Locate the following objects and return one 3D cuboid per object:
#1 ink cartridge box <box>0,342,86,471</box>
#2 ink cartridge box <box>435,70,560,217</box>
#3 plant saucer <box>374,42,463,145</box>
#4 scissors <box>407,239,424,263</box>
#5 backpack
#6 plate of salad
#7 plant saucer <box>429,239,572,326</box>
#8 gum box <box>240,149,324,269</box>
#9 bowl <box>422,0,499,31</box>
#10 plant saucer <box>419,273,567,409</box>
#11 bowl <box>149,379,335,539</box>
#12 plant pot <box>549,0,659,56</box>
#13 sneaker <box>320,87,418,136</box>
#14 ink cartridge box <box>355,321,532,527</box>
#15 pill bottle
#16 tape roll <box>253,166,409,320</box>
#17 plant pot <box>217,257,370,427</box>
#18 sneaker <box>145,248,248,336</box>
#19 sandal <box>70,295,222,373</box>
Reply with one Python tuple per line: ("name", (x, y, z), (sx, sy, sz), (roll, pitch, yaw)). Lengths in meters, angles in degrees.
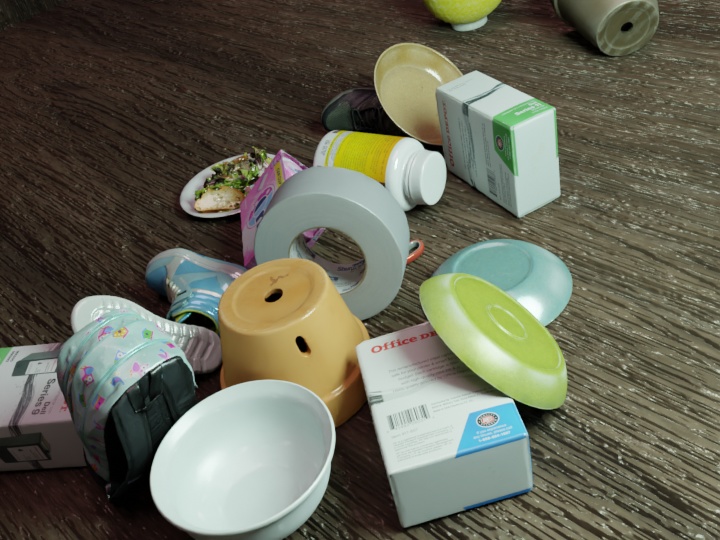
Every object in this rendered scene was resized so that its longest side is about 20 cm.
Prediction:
("ink cartridge box", (-0.404, 0.169, 1.085), (0.195, 0.085, 0.148), (-7, 37, 12))
("ink cartridge box", (0.202, -0.193, 1.280), (0.082, 0.149, 0.200), (-25, 37, -17))
("plant saucer", (0.105, -0.294, 1.468), (0.196, 0.035, 0.205), (11, 62, -22))
("scissors", (0.000, 0.000, 1.214), (0.197, 0.014, 0.073), (-29, 40, -20))
("backpack", (-0.254, 0.142, 0.949), (0.125, 0.202, 0.167), (34, 58, 18))
("plate of salad", (-0.222, -0.158, 1.485), (0.195, 0.049, 0.202), (-11, 36, 8))
("plant saucer", (0.173, 0.010, 1.111), (0.196, 0.039, 0.203), (-10, 36, 7))
("gum box", (-0.118, -0.077, 1.267), (0.114, 0.065, 0.201), (-49, 28, 20))
("bowl", (0.222, -0.573, 1.815), (0.195, 0.110, 0.202), (-10, 36, 7))
("plant saucer", (0.153, 0.066, 0.937), (0.031, 0.197, 0.202), (-53, 28, 23))
("bowl", (-0.113, 0.218, 0.899), (0.196, 0.092, 0.203), (-10, 35, 7))
("plant pot", (0.458, -0.493, 1.569), (0.195, 0.202, 0.177), (-13, 51, 4))
("sneaker", (0.023, -0.274, 1.520), (0.194, 0.078, 0.115), (-6, 30, 5))
("ink cartridge box", (0.084, 0.151, 0.917), (0.142, 0.086, 0.202), (-15, 34, 0))
("pill bottle", (0.030, -0.153, 1.325), (0.196, 0.111, 0.109), (12, 43, 34))
("tape roll", (-0.036, -0.030, 1.107), (0.195, 0.204, 0.067), (-4, 36, 16))
("plant pot", (-0.088, 0.083, 1.029), (0.195, 0.142, 0.202), (-11, 36, 8))
("sneaker", (-0.252, 0.040, 1.205), (0.196, 0.081, 0.131), (7, 40, 30))
("sandal", (-0.274, 0.095, 1.096), (0.050, 0.199, 0.084), (-33, 42, 55))
